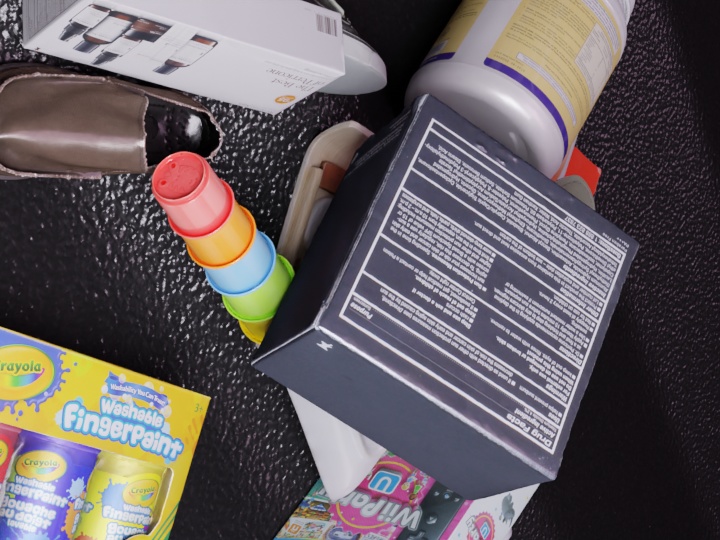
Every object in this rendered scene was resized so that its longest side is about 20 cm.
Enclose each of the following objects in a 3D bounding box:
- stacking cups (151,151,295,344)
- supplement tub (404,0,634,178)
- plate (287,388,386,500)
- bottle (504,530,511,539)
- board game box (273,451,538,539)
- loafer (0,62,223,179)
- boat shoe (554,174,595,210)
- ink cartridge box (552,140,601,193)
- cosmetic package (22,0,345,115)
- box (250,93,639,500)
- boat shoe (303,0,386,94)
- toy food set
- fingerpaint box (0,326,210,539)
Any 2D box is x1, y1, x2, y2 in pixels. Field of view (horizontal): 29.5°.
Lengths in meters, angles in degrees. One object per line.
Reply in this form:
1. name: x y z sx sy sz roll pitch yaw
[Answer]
1. stacking cups: -0.085 -0.013 0.944 0.061 0.060 0.200 -65 158 -20
2. supplement tub: 0.141 -0.182 1.173 0.200 0.145 0.146 -58 135 -26
3. plate: 0.020 0.056 1.076 0.200 0.032 0.200 -49 141 -31
4. bottle: 0.106 0.154 1.249 0.083 0.065 0.201 -30 118 -49
5. board game box: 0.044 0.188 1.116 0.200 0.147 0.064 -51 134 -33
6. loafer: -0.166 -0.096 0.873 0.199 0.071 0.074 -10 104 -49
7. boat shoe: 0.129 -0.008 1.130 0.072 0.060 0.201 56 51 -19
8. ink cartridge box: 0.182 -0.069 1.318 0.200 0.050 0.163 34 70 -44
9. cosmetic package: -0.111 -0.155 0.889 0.199 0.082 0.051 10 69 -40
10. box: 0.061 0.024 0.964 0.200 0.123 0.199 33 61 -14
11. boat shoe: -0.040 -0.185 1.010 0.200 0.070 0.064 24 63 -58
12. toy food set: 0.000 0.000 1.099 0.143 0.060 0.201 29 73 -49
13. fingerpaint box: -0.204 0.132 0.863 0.200 0.073 0.168 28 75 -49
